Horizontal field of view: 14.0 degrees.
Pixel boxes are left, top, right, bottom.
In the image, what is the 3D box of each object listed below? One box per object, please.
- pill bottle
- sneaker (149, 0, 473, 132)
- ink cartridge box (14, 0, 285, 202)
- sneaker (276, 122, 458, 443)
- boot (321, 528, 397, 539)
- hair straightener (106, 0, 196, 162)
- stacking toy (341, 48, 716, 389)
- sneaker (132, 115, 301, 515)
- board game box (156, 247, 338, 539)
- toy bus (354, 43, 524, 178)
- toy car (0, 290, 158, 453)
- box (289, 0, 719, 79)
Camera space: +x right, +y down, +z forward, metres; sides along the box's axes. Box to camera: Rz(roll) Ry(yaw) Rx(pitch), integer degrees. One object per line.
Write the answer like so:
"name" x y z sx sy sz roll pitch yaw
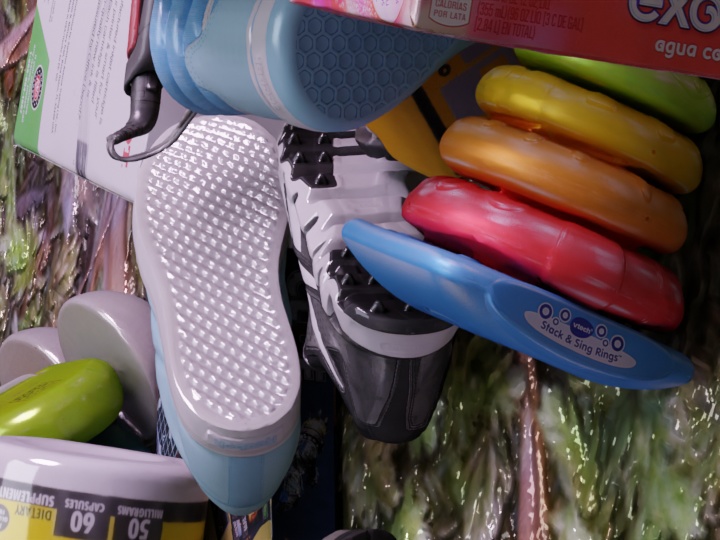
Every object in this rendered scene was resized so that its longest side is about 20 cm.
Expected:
"pill bottle" -0.134 0.180 1.322 0.111 0.111 0.201 7 90 65
"sneaker" 0.003 -0.118 1.102 0.130 0.200 0.080 5 119 49
"ink cartridge box" -0.093 -0.111 1.438 0.200 0.084 0.147 27 106 64
"sneaker" 0.000 0.000 1.224 0.200 0.066 0.091 -105 17 -56
"boot" -0.049 0.197 1.224 0.130 0.067 0.201 10 94 45
"hair straightener" -0.077 -0.143 1.222 0.077 0.041 0.201 -7 70 61
"stacking toy" 0.089 -0.066 1.045 0.110 0.116 0.201 21 88 64
"sneaker" -0.064 0.020 1.280 0.082 0.073 0.201 98 172 -45
"board game box" -0.054 0.105 1.346 0.135 0.034 0.201 -34 53 58
"toy bus" 0.006 -0.107 1.221 0.078 0.065 0.200 -35 31 -3
"toy car" -0.166 0.113 1.473 0.151 0.175 0.200 61 150 -1
"box" 0.091 -0.110 0.910 0.103 0.199 0.095 -160 77 -66
